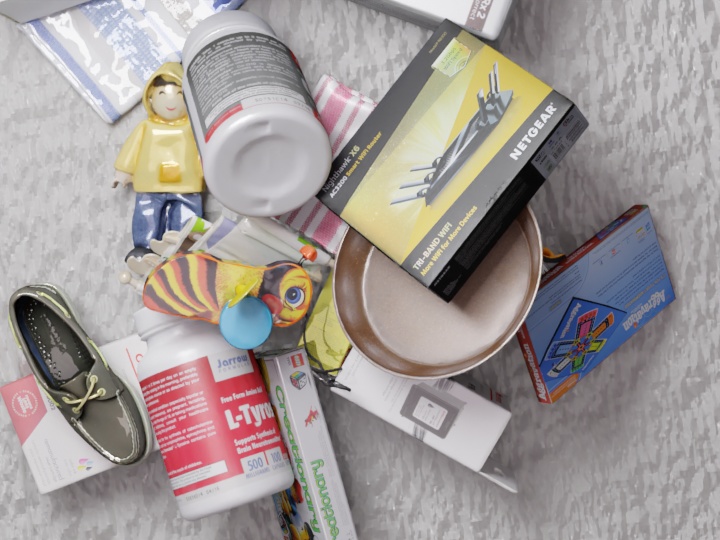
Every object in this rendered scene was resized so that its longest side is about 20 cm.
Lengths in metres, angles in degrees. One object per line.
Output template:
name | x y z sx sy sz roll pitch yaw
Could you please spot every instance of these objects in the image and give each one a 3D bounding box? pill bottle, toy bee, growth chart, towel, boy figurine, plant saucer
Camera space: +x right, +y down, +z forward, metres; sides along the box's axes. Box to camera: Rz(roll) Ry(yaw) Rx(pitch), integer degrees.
pill bottle | -0.100 -0.148 1.302 0.113 0.200 0.114 -8 130 -10
toy bee | -0.089 0.018 1.288 0.200 0.131 0.109 23 91 -31
growth chart | -0.130 0.000 1.363 0.145 0.018 0.200 37 135 -26
towel | -0.227 -0.261 1.426 0.200 0.024 0.147 -41 90 6
towel | 0.012 -0.075 1.337 0.200 0.030 0.147 31 95 6
pill bottle | -0.143 0.123 1.343 0.112 0.112 0.201 -20 84 6
boy figurine | -0.183 -0.104 1.411 0.124 0.064 0.201 8 97 7
plant saucer | 0.071 0.002 1.270 0.199 0.034 0.201 -8 70 23

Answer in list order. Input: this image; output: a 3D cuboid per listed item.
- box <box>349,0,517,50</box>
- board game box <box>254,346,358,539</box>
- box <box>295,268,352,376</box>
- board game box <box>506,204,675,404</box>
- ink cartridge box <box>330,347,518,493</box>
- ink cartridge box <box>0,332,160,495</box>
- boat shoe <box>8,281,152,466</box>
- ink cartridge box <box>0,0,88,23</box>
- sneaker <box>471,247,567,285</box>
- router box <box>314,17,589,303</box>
box | 0.072 -0.333 1.341 0.199 0.131 0.200 21 94 4
board game box | -0.063 0.176 1.383 0.034 0.126 0.201 -16 91 -24
box | 0.000 0.000 1.394 0.050 0.075 0.201 26 94 3
board game box | 0.217 0.028 1.326 0.200 0.019 0.103 -34 112 -35
ink cartridge box | 0.077 0.128 1.372 0.199 0.116 0.067 29 94 3
ink cartridge box | -0.240 0.130 1.424 0.199 0.067 0.117 -22 90 6
boat shoe | -0.270 0.102 1.362 0.072 0.060 0.202 -33 87 6
ink cartridge box | -0.306 -0.358 1.382 0.145 0.087 0.201 -17 82 9
sneaker | 0.174 0.021 1.342 0.200 0.078 0.077 39 82 -38
router box | 0.076 -0.098 1.252 0.157 0.052 0.200 39 92 31
